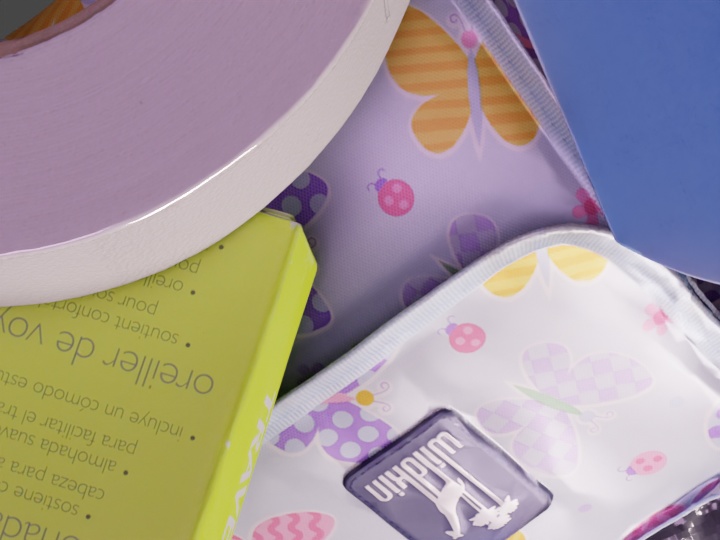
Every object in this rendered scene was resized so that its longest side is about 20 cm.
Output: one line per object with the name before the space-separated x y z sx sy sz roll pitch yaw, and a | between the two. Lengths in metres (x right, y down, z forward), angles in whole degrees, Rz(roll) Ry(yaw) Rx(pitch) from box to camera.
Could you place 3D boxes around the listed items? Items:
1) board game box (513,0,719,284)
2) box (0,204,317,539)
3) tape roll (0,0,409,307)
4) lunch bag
board game box | 0.094 -0.091 0.690 0.158 0.039 0.201 -22 88 -23
box | -0.096 0.070 0.635 0.121 0.048 0.201 16 78 11
tape roll | -0.084 -0.091 0.639 0.202 0.037 0.204 -1 71 4
lunch bag | 0.000 0.000 0.727 0.169 0.127 0.200 -32 93 20
